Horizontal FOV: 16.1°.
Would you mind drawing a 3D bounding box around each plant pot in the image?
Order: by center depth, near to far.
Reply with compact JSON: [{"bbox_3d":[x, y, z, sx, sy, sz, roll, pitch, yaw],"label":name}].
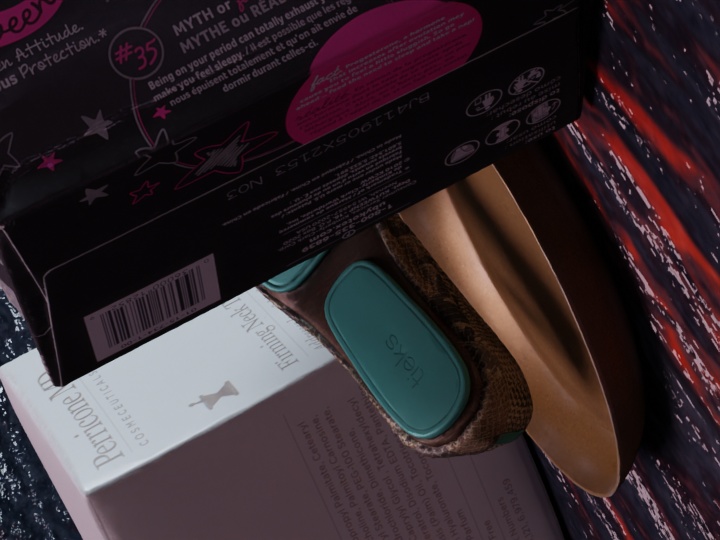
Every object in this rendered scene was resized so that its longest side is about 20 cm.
[{"bbox_3d":[0.058,-0.007,0.985,0.201,0.027,0.200,59,170,16],"label":"plant pot"}]

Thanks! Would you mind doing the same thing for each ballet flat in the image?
[{"bbox_3d":[0.000,0.000,1.031,0.200,0.068,0.075,50,-161,26],"label":"ballet flat"}]

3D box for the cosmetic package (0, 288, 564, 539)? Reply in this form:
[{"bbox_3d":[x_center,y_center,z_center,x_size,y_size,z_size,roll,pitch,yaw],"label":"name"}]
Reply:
[{"bbox_3d":[-0.037,0.094,1.230,0.167,0.199,0.167,41,157,61],"label":"cosmetic package"}]

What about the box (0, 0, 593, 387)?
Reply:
[{"bbox_3d":[-0.040,-0.075,0.794,0.115,0.199,0.132,59,170,21],"label":"box"}]
